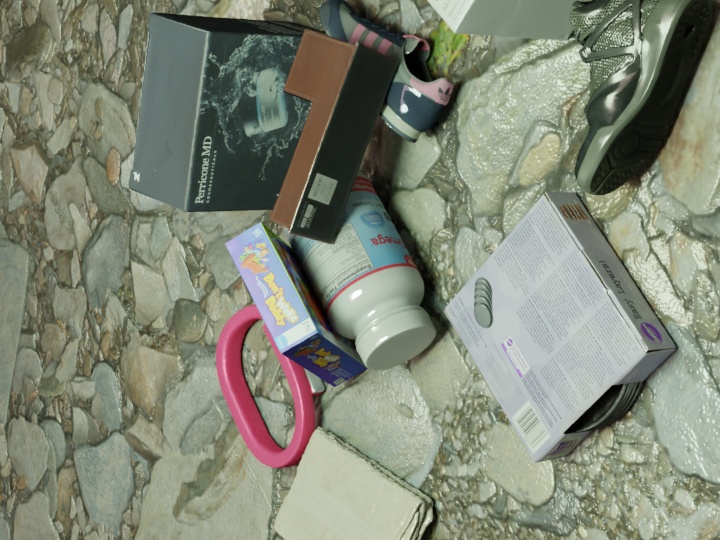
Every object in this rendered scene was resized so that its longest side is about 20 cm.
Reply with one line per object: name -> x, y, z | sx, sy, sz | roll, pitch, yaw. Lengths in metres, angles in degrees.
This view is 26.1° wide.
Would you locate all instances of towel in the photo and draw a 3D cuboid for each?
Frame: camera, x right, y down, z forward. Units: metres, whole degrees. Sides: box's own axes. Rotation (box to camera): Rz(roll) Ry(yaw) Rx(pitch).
towel -> -0.009, 0.270, 1.705 | 0.200, 0.034, 0.133 | 30, 98, 44

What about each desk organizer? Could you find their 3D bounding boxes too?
desk organizer -> -0.043, -0.137, 1.581 | 0.077, 0.072, 0.201 | 24, 96, 37

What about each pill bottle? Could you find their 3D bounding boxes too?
pill bottle -> 0.000, 0.000, 1.637 | 0.109, 0.109, 0.200 | -49, 58, 38

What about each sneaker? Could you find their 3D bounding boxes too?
sneaker -> 0.228, -0.172, 1.394 | 0.114, 0.076, 0.200 | 38, 117, 42
sneaker -> 0.031, -0.229, 1.631 | 0.082, 0.070, 0.200 | -44, 62, 21

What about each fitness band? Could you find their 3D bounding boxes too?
fitness band -> -0.109, 0.135, 1.825 | 0.144, 0.037, 0.200 | -49, 57, 39

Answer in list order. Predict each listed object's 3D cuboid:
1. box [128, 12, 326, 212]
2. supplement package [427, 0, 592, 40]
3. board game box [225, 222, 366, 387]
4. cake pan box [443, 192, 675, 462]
box -> -0.134, -0.172, 1.709 | 0.117, 0.200, 0.197 | 24, 111, 45
supplement package -> 0.155, -0.322, 1.402 | 0.111, 0.155, 0.200 | 54, 130, 32
board game box -> -0.065, 0.040, 1.648 | 0.045, 0.200, 0.135 | -30, 71, 6
cake pan box -> 0.186, 0.057, 1.475 | 0.184, 0.052, 0.200 | -54, 54, 38
